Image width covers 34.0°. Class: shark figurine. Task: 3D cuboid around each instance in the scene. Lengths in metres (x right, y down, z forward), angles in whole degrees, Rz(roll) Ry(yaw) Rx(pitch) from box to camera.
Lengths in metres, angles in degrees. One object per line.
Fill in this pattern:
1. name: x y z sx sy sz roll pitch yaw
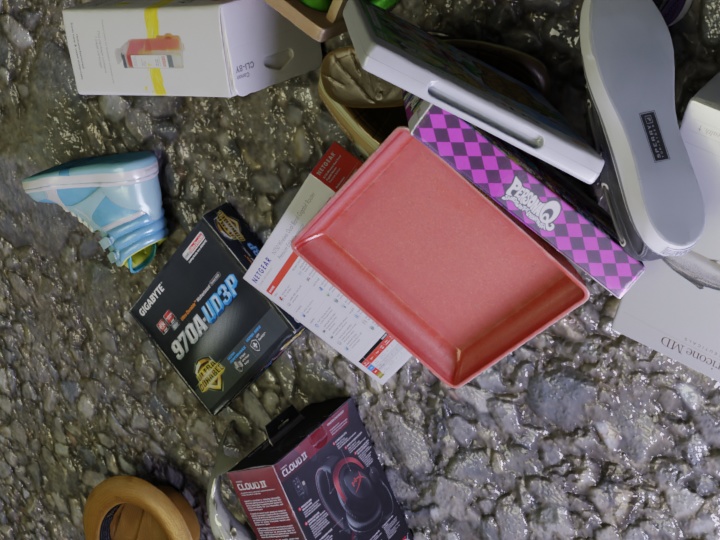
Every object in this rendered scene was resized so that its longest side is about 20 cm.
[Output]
1. shark figurine: -0.141 0.300 1.396 0.127 0.090 0.216 -30 102 8

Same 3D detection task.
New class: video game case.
1. video game case: 0.120 -0.075 0.912 0.199 0.182 0.036 37 104 -11
2. video game case: 0.075 -0.139 0.862 0.180 0.200 0.022 25 107 -14

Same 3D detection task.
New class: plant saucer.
1. plant saucer: 0.064 -0.012 0.973 0.199 0.037 0.200 41 139 -6

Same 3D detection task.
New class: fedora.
1. fedora: -0.264 0.339 1.499 0.198 0.082 0.204 12 114 29

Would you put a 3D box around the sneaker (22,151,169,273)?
1. sneaker: -0.298 -0.059 1.330 0.198 0.079 0.133 -1 110 38

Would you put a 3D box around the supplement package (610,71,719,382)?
1. supplement package: 0.285 -0.035 0.882 0.116 0.117 0.202 26 125 22

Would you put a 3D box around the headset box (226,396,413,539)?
1. headset box: -0.043 0.241 1.241 0.074 0.148 0.202 -15 104 39

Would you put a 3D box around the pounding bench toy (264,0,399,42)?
1. pounding bench toy: 0.002 -0.266 0.974 0.199 0.124 0.157 39 130 14

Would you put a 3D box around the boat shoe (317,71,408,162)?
1. boat shoe: 0.028 -0.102 1.068 0.200 0.074 0.066 48 136 7

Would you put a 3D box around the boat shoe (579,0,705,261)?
1. boat shoe: 0.188 -0.103 0.828 0.066 0.069 0.203 144 113 -65

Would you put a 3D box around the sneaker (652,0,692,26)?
1. sneaker: 0.219 -0.261 0.839 0.075 0.087 0.203 21 123 27

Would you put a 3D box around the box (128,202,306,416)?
1. box: -0.155 0.047 1.297 0.160 0.046 0.200 51 132 5

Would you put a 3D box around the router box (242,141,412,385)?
1. router box: 0.000 0.000 1.102 0.179 0.049 0.200 38 143 -2

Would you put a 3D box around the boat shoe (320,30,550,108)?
1. boat shoe: 0.067 -0.176 1.010 0.197 0.065 0.074 8 125 12

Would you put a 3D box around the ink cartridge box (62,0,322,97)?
1. ink cartridge box: -0.155 -0.220 1.101 0.198 0.145 0.085 7 115 33
